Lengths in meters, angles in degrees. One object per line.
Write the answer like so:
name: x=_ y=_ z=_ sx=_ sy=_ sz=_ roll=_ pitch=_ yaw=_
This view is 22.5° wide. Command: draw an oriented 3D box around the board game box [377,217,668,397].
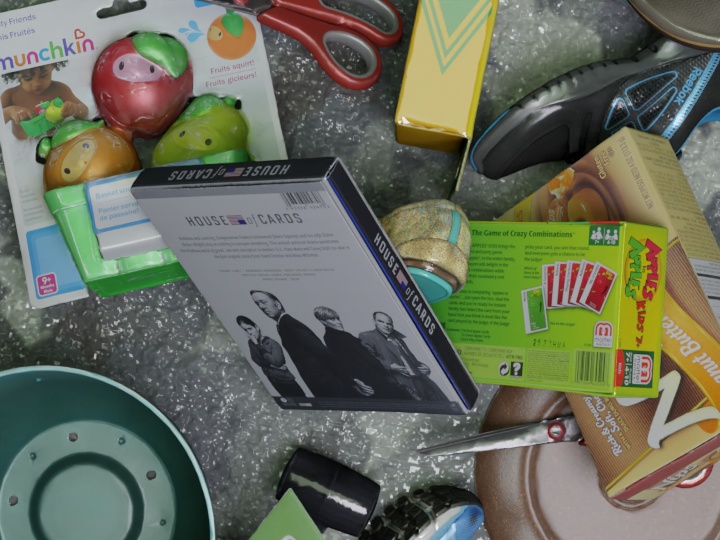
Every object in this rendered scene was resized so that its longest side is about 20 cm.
board game box: x=0.093 y=0.021 z=1.124 sx=0.199 sy=0.047 sz=0.102 roll=2 pitch=88 yaw=44

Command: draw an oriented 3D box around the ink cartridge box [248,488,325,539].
ink cartridge box: x=-0.060 y=0.242 z=1.120 sx=0.200 sy=0.059 sz=0.104 roll=-51 pitch=52 yaw=19

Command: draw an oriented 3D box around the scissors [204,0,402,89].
scissors: x=-0.066 y=-0.177 z=1.166 sx=0.199 sy=0.014 sz=0.074 roll=21 pitch=65 yaw=-14

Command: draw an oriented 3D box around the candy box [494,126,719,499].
candy box: x=0.172 y=0.027 z=1.120 sx=0.115 sy=0.055 sz=0.201 roll=-37 pitch=63 yaw=33

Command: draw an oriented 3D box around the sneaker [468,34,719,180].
sneaker: x=0.168 y=-0.097 z=1.173 sx=0.199 sy=0.073 sz=0.082 roll=-24 pitch=88 yaw=0

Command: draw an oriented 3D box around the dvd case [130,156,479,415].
dvd case: x=-0.032 y=0.013 z=1.091 sx=0.150 sy=0.200 sz=0.025 roll=-1 pitch=45 yaw=36

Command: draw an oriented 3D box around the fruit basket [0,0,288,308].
fruit basket: x=-0.143 y=-0.091 z=1.168 sx=0.184 sy=0.094 sz=0.201 roll=-12 pitch=85 yaw=0

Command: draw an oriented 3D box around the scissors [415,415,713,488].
scissors: x=0.138 y=0.095 z=1.165 sx=0.199 sy=0.014 sz=0.074 roll=6 pitch=89 yaw=2

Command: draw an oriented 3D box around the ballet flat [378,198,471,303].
ballet flat: x=0.000 y=0.000 z=1.140 sx=0.070 sy=0.200 sz=0.071 roll=11 pitch=70 yaw=-35

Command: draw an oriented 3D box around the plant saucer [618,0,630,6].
plant saucer: x=0.219 y=-0.270 z=1.197 sx=0.199 sy=0.036 sz=0.201 roll=0 pitch=88 yaw=1

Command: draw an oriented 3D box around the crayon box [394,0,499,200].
crayon box: x=0.058 y=-0.148 z=1.149 sx=0.050 sy=0.127 sz=0.201 roll=11 pitch=88 yaw=1

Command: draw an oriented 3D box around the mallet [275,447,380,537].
mallet: x=-0.063 y=0.211 z=1.189 sx=0.066 sy=0.041 sz=0.201 roll=33 pitch=93 yaw=2

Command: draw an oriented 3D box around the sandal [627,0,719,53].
sandal: x=0.189 y=-0.218 z=1.142 sx=0.082 sy=0.055 sz=0.200 roll=-38 pitch=82 yaw=-10

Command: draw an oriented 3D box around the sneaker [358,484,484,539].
sneaker: x=0.025 y=0.231 z=1.177 sx=0.090 sy=0.078 sz=0.201 roll=31 pitch=96 yaw=-13

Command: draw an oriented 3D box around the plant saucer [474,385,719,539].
plant saucer: x=0.175 y=0.134 z=1.187 sx=0.199 sy=0.037 sz=0.202 roll=0 pitch=88 yaw=0

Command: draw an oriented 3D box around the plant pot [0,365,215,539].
plant pot: x=-0.183 y=0.159 z=1.126 sx=0.199 sy=0.161 sz=0.202 roll=0 pitch=88 yaw=0
